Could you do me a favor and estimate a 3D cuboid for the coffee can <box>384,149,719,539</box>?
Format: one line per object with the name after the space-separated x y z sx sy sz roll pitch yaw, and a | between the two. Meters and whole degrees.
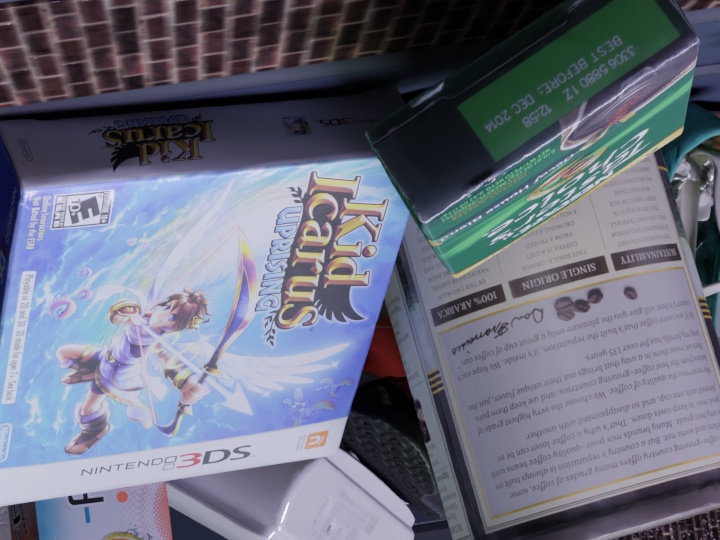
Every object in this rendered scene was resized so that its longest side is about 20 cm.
0.088 0.026 1.133 0.146 0.201 0.146 -15 172 -2 | coffee can

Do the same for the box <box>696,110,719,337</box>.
0.205 -0.003 1.350 0.106 0.153 0.200 -10 175 38 | box

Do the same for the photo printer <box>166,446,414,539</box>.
-0.083 0.096 1.311 0.200 0.070 0.166 26 170 28 | photo printer

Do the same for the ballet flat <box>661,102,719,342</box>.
0.154 0.016 1.210 0.067 0.201 0.070 3 -178 -37 | ballet flat

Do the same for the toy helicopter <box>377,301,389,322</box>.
0.000 0.000 1.236 0.199 0.132 0.079 1 134 -9 | toy helicopter

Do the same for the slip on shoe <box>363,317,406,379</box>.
0.043 0.050 1.279 0.199 0.061 0.074 11 172 16 | slip on shoe

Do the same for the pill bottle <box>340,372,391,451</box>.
-0.045 0.059 1.473 0.113 0.114 0.200 -5 179 -32 | pill bottle

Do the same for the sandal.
0.023 0.083 1.253 0.075 0.045 0.200 35 173 13 | sandal

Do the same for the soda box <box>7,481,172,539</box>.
-0.136 0.077 1.189 0.068 0.201 0.064 -5 173 -21 | soda box

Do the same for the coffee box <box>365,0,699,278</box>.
0.070 -0.054 0.954 0.123 0.044 0.200 -33 172 0 | coffee box

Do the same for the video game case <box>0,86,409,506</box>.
-0.078 0.015 1.083 0.181 0.046 0.200 -8 138 -23 | video game case

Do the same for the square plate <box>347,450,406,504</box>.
0.083 0.111 1.422 0.200 0.029 0.198 0 168 -33 | square plate
